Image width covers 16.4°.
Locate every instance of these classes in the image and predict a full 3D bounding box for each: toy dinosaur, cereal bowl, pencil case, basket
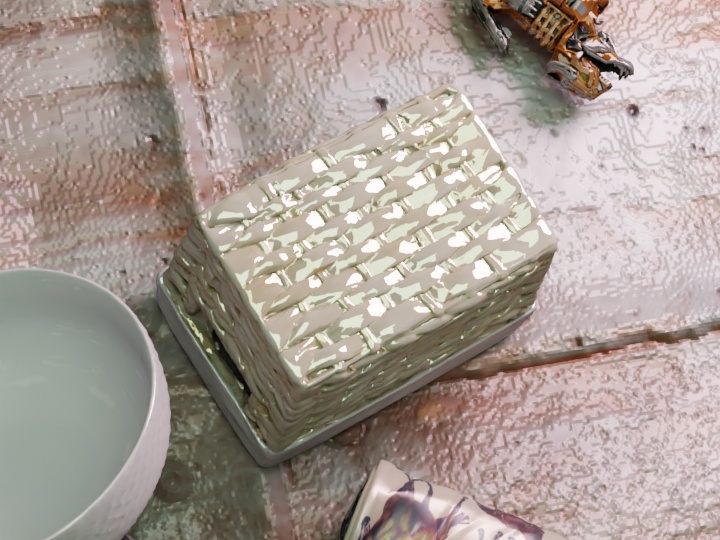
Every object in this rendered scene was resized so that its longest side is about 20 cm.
[{"bbox_3d":[0.121,-0.210,1.563,0.135,0.102,0.201,-29,100,-4],"label":"toy dinosaur"},{"bbox_3d":[-0.194,0.101,1.362,0.199,0.084,0.201,-8,52,11],"label":"cereal bowl"},{"bbox_3d":[0.074,0.181,1.414,0.199,0.078,0.090,24,48,-4],"label":"pencil case"},{"bbox_3d":[0.000,0.000,1.438,0.199,0.123,0.136,-29,78,-19],"label":"basket"}]

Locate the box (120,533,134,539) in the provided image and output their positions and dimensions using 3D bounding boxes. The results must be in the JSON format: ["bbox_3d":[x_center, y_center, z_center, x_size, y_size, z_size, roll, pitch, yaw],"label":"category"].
[{"bbox_3d":[-0.120,0.258,1.290,0.158,0.048,0.200,-41,53,-4],"label":"box"}]
